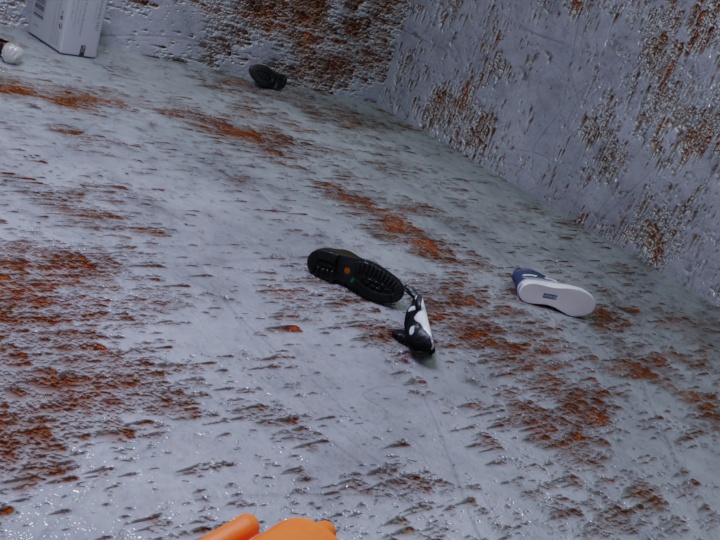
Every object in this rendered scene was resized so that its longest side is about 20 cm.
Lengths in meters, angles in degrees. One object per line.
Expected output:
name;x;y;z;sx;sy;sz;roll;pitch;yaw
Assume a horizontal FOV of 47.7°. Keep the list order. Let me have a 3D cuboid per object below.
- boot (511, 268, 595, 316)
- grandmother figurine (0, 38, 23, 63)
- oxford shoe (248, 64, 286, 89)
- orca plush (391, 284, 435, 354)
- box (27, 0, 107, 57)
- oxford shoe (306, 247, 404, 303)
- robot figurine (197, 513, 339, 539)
boot;0.456;0.044;1.924;0.196;0.074;0.091;16;26;-12
grandmother figurine;-0.963;-0.601;2.154;0.198;0.062;0.120;29;30;28
oxford shoe;-0.362;-0.724;3.026;0.083;0.074;0.199;28;10;25
orca plush;0.085;0.089;1.449;0.070;0.107;0.202;-14;34;4
box;-0.888;-0.781;2.467;0.198;0.202;0.130;33;24;30
oxford shoe;0.000;0.000;1.586;0.197;0.074;0.084;25;19;10
robot figurine;-0.079;0.294;0.712;0.115;0.147;0.199;-13;1;32
